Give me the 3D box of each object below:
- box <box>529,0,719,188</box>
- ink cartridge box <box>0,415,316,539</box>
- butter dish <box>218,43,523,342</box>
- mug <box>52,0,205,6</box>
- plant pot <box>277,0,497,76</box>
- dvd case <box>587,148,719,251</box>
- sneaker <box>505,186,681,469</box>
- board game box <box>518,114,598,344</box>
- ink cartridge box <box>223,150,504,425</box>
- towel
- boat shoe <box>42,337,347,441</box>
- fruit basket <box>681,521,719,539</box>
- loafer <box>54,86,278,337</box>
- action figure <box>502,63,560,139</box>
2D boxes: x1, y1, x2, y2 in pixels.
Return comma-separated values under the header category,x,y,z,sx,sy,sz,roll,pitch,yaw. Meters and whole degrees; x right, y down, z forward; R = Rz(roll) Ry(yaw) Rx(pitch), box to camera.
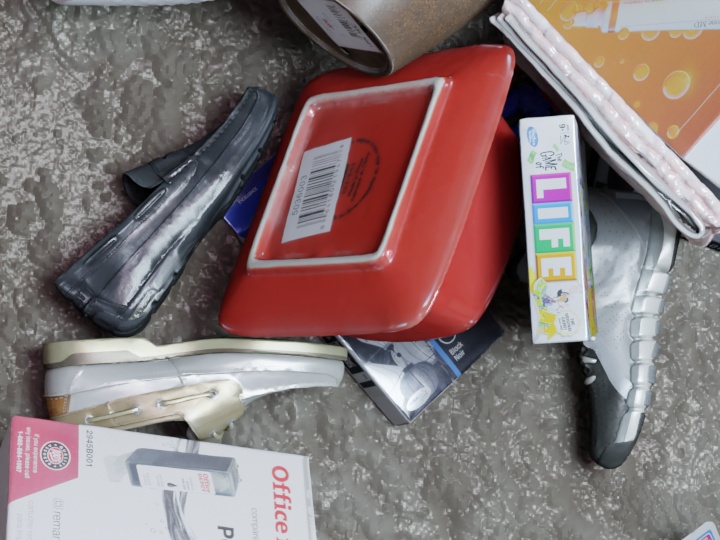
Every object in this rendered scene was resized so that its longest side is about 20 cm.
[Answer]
category,x,y,z,sx,sy,sz,roll,pitch,yaw
box,0.217,-0.158,1.257,0.124,0.200,0.097,-49,140,12
ink cartridge box,-0.130,0.180,1.188,0.200,0.085,0.146,11,43,-18
butter dish,0.035,-0.026,1.230,0.148,0.199,0.200,34,65,-38
mug,-0.126,-0.268,1.266,0.175,0.148,0.200,-5,54,-30
plant pot,0.039,-0.229,1.211,0.187,0.187,0.200,39,75,-10
dvd case,0.253,-0.123,1.422,0.150,0.025,0.200,18,76,-15
sneaker,0.153,0.034,1.351,0.115,0.075,0.200,12,79,-2
board game box,0.128,-0.023,1.219,0.034,0.200,0.135,-4,89,9
ink cartridge box,0.000,0.000,1.314,0.099,0.039,0.200,-43,96,-18
towel,0.162,-0.094,1.248,0.032,0.191,0.200,-43,84,7
boat shoe,-0.107,0.078,1.253,0.199,0.075,0.069,-1,85,-9
fruit basket,0.214,0.302,1.313,0.185,0.094,0.200,-28,95,-20
loafer,-0.124,-0.049,1.262,0.070,0.068,0.201,35,70,-1
action figure,0.117,-0.112,1.361,0.200,0.052,0.065,-36,87,-20
